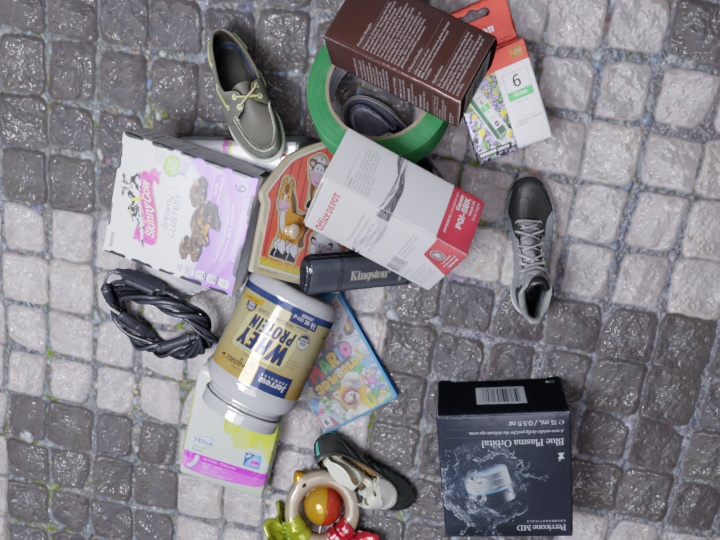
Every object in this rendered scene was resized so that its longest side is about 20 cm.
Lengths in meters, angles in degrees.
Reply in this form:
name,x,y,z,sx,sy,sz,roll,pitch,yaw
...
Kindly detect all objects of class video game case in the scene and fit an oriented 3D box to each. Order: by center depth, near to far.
name,x,y,z,sx,sy,sz,roll,pitch,yaw
video game case,-0.046,0.145,1.097,0.141,0.018,0.203,-28,99,15

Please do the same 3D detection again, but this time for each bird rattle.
name,x,y,z,sx,sy,sz,roll,pitch,yaw
bird rattle,-0.059,0.414,1.132,0.193,0.113,0.169,9,90,2

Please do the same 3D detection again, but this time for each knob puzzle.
name,x,y,z,sx,sy,sz,roll,pitch,yaw
knob puzzle,-0.062,-0.081,0.963,0.030,0.217,0.227,8,110,42

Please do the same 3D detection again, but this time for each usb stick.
name,x,y,z,sx,sy,sz,roll,pitch,yaw
usb stick,0.000,0.000,0.984,0.195,0.032,0.057,-5,104,-35

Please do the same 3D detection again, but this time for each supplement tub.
name,x,y,z,sx,sy,sz,roll,pitch,yaw
supplement tub,-0.134,0.116,0.999,0.141,0.144,0.205,25,89,0

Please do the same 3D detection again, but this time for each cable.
name,x,y,z,sx,sy,sz,roll,pitch,yaw
cable,-0.314,0.085,1.077,0.195,0.051,0.166,22,133,4

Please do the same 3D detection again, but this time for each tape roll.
name,x,y,z,sx,sy,sz,roll,pitch,yaw
tape roll,0.027,-0.235,0.923,0.194,0.048,0.207,-1,76,5

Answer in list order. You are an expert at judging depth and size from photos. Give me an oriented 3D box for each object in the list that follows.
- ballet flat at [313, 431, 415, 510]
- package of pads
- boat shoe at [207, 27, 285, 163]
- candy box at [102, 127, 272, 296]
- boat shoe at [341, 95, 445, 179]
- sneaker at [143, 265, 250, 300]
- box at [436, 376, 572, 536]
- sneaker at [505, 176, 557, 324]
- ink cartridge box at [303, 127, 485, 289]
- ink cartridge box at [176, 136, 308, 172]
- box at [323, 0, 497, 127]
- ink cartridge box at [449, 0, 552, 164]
name,x,y,z,sx,sy,sz,roll,pitch,yaw
ballet flat,0.003,0.341,1.107,0.197,0.069,0.069,35,111,-7
package of pads,-0.205,0.252,1.123,0.150,0.068,0.206,17,106,2
boat shoe,-0.161,-0.241,0.943,0.070,0.061,0.206,-23,70,-6
candy box,-0.239,-0.082,0.950,0.194,0.072,0.172,18,107,3
boat shoe,0.047,-0.164,0.962,0.199,0.093,0.075,43,106,-5
sneaker,-0.248,0.003,1.068,0.194,0.078,0.102,15,115,12
box,0.217,0.282,1.045,0.190,0.118,0.206,-4,105,9
sneaker,0.245,-0.022,0.960,0.073,0.116,0.207,-4,105,9
ink cartridge box,0.039,-0.073,0.884,0.196,0.147,0.085,27,67,-6
ink cartridge box,-0.173,-0.119,1.011,0.193,0.085,0.149,2,106,9
box,0.062,-0.277,0.869,0.197,0.075,0.102,30,81,10
ink cartridge box,0.180,-0.262,0.939,0.106,0.050,0.205,-18,102,12
